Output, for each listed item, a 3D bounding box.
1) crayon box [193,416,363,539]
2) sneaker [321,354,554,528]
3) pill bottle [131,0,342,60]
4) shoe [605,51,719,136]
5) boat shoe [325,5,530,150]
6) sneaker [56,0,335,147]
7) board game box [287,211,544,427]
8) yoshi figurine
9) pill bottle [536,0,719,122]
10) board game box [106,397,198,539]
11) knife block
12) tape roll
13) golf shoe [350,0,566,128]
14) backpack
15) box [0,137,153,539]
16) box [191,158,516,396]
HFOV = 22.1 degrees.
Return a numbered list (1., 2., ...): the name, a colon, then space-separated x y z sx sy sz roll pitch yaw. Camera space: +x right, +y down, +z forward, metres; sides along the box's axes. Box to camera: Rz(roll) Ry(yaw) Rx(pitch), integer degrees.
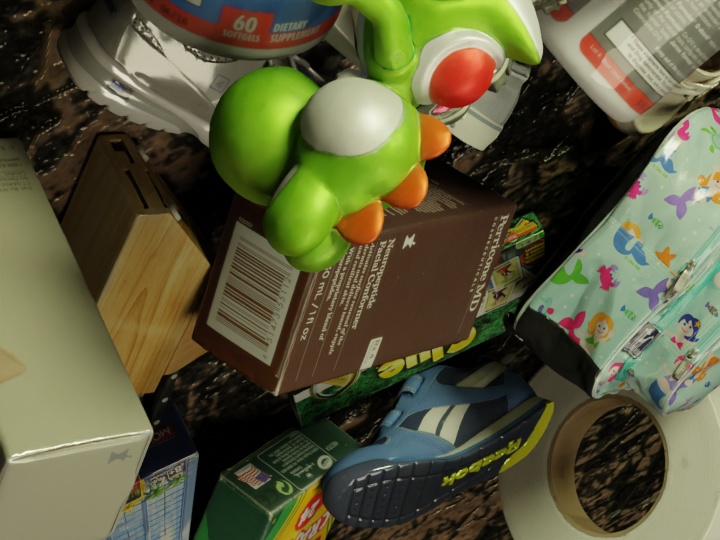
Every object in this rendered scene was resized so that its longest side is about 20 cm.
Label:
1. crayon box: -0.079 0.210 1.324 0.127 0.051 0.201 -30 149 -54
2. sneaker: 0.044 0.119 1.318 0.199 0.082 0.074 -20 146 -36
3. pill bottle: -0.037 -0.201 0.815 0.112 0.113 0.201 -11 143 -29
4. shoe: 0.206 -0.151 1.136 0.069 0.054 0.201 -10 142 -29
5. boat shoe: 0.031 -0.133 1.017 0.072 0.070 0.200 -55 144 4
6. sneaker: -0.057 -0.103 0.963 0.199 0.075 0.082 13 129 -47
7. board game box: 0.038 0.036 1.281 0.199 0.024 0.105 -25 149 -9
8. yoshi figurine: 0.000 -0.099 0.821 0.112 0.112 0.201 36 79 -22
9. pill bottle: 0.186 -0.186 1.014 0.200 0.116 0.116 -39 147 14
10. board game box: -0.196 0.192 1.262 0.199 0.062 0.200 -24 146 -11
11. knife block: -0.161 0.032 1.071 0.175 0.064 0.200 -32 148 0
12. tape roll: 0.195 0.149 1.394 0.203 0.203 0.037 -45 145 21
13. golf shoe: 0.067 -0.165 0.936 0.200 0.077 0.088 -54 137 -26
14. backpack: 0.213 -0.005 1.238 0.201 0.150 0.177 -58 163 9
15. box: -0.183 0.037 0.933 0.077 0.201 0.095 -7 141 -32
16. box: 0.000 0.000 1.089 0.199 0.075 0.101 -15 130 -53
